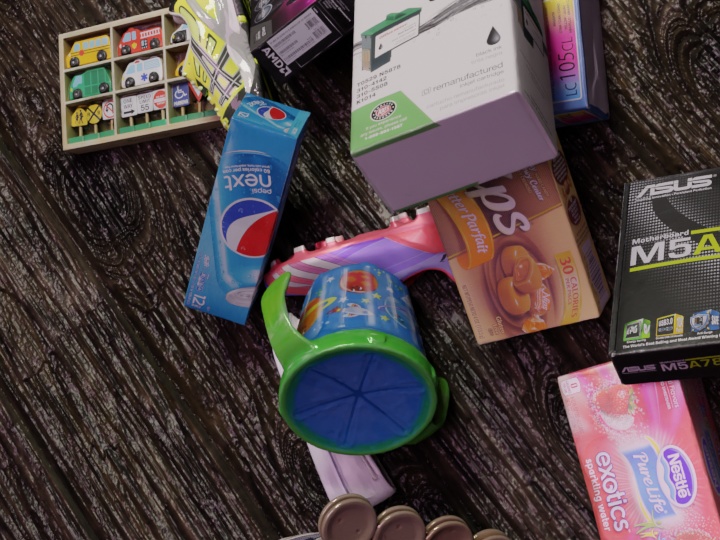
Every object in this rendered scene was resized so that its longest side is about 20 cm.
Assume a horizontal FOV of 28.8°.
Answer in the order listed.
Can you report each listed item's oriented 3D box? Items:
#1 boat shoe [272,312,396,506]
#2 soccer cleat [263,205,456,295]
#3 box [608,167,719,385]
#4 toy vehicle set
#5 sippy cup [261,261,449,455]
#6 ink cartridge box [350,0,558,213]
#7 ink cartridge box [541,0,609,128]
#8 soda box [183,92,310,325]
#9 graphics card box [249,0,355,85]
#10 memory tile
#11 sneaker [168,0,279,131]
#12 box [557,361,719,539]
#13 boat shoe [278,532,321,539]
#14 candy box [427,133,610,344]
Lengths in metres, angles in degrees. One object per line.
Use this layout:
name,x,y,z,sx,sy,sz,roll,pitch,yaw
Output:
boat shoe,-0.024,0.125,1.290,0.065,0.074,0.201,-24,79,6
soccer cleat,0.000,0.000,1.288,0.199,0.067,0.077,-19,89,23
box,0.300,-0.006,1.095,0.199,0.048,0.194,-8,46,25
toy vehicle set,-0.218,-0.196,1.428,0.199,0.026,0.125,-8,82,25
sippy cup,-0.002,0.068,1.220,0.139,0.179,0.131,-9,40,8
ink cartridge box,0.072,-0.163,1.123,0.145,0.084,0.201,-19,47,21
ink cartridge box,0.112,-0.187,1.244,0.199,0.076,0.137,-8,82,26
soda box,-0.106,-0.055,1.291,0.064,0.068,0.201,17,118,0
graphics card box,-0.014,-0.270,1.289,0.200,0.051,0.126,-35,31,20
memory tile,0.030,0.272,1.191,0.154,0.199,0.017,-66,28,9
sneaker,-0.126,-0.180,1.345,0.076,0.075,0.201,-16,82,8
box,0.243,0.170,1.136,0.102,0.095,0.201,-18,78,22
boat shoe,-0.043,0.271,1.265,0.199,0.093,0.075,-21,77,22
candy box,0.126,-0.047,1.192,0.115,0.055,0.201,-15,103,25
